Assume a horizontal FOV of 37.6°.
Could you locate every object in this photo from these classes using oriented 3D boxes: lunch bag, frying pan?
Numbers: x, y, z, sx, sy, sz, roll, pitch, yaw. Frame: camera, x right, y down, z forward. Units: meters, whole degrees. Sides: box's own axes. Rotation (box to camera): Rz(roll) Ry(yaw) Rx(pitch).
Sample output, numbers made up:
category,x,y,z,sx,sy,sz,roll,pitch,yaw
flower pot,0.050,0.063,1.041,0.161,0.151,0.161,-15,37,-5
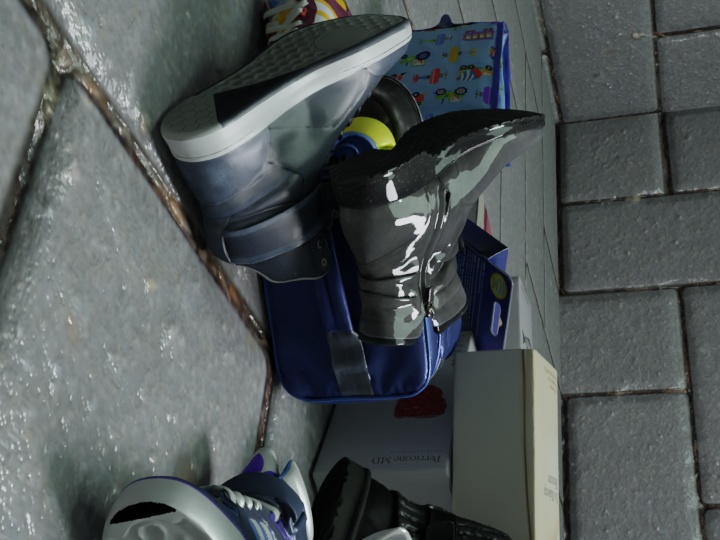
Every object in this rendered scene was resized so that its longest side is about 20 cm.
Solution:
category,x,y,z,sx,sy,sz,roll,pitch,yaw
lunch bag,0.088,-0.212,1.180,0.094,0.150,0.201,64,27,-53
lunch bag,0.000,0.000,0.833,0.132,0.135,0.201,-37,120,-72
frying pan,0.028,-0.092,1.010,0.031,0.115,0.191,-11,82,-39

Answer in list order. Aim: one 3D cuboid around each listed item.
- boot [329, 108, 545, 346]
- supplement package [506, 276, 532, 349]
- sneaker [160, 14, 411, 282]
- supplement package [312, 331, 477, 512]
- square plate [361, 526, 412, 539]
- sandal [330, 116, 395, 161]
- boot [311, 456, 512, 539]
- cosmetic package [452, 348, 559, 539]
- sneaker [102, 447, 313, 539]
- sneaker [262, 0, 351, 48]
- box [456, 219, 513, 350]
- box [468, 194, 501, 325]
category,x,y,z,sx,sy,sz,roll,pitch,yaw
boot,0.060,-0.035,0.753,0.200,0.070,0.132,-26,115,-33
supplement package,0.170,0.124,1.429,0.117,0.117,0.201,53,35,-61
sneaker,-0.033,-0.082,0.737,0.202,0.077,0.147,-36,127,-26
supplement package,0.046,0.162,0.972,0.200,0.121,0.120,-70,151,-57
square plate,-0.041,0.241,0.588,0.028,0.198,0.200,49,-16,48
sandal,0.000,-0.034,0.975,0.087,0.079,0.201,-42,121,-56
boot,0.026,0.245,0.732,0.079,0.157,0.212,-46,-163,50
cosmetic package,0.123,0.174,0.887,0.103,0.073,0.201,34,53,-64
sneaker,-0.082,0.148,0.626,0.147,0.080,0.201,-88,161,-51
sneaker,-0.054,-0.182,0.842,0.090,0.075,0.200,65,19,-14
box,0.084,-0.004,1.036,0.032,0.200,0.122,-25,137,-27
box,0.101,0.013,1.236,0.128,0.108,0.200,-79,158,-43
